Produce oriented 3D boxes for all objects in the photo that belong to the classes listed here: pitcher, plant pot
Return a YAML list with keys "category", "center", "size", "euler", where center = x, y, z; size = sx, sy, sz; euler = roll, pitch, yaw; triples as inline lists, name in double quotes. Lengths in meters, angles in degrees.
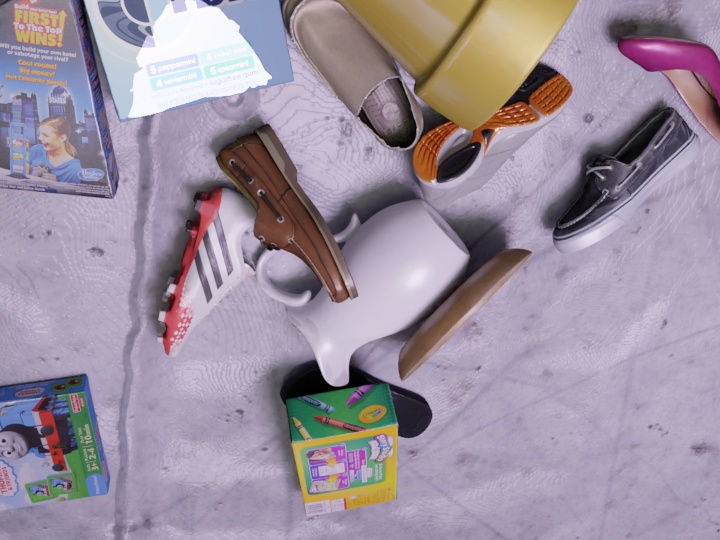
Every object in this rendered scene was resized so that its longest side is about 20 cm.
- category: "pitcher"
  center: [0.000, 0.000, 0.862]
  size: [0.200, 0.121, 0.172]
  euler: [-41, 95, 13]
- category: "plant pot"
  center: [0.076, -0.258, 0.705]
  size: [0.189, 0.201, 0.201]
  euler: [31, 107, -10]
- category: "plant pot"
  center: [0.108, 0.043, 0.876]
  size: [0.027, 0.200, 0.200]
  euler: [45, 102, 9]

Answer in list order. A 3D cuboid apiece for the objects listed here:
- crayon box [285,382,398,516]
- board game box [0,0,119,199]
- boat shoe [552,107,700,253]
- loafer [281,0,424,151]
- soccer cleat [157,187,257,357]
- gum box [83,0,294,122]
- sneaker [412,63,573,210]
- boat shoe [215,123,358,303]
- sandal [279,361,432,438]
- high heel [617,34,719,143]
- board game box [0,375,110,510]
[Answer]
- category: "crayon box"
  center: [-0.018, 0.216, 0.949]
  size: [0.118, 0.058, 0.200]
  euler: [-9, 140, -6]
- category: "board game box"
  center: [-0.317, -0.176, 0.723]
  size: [0.199, 0.062, 0.200]
  euler: [5, 113, -14]
- category: "boat shoe"
  center: [0.285, -0.104, 0.899]
  size: [0.200, 0.072, 0.071]
  euler: [-42, 109, -2]
- category: "loafer"
  center: [0.003, -0.194, 0.781]
  size: [0.076, 0.068, 0.200]
  euler: [-41, 118, 9]
- category: "soccer cleat"
  center: [-0.158, 0.009, 0.851]
  size: [0.085, 0.069, 0.200]
  euler: [16, 107, -15]
- category: "gum box"
  center: [-0.161, -0.252, 0.716]
  size: [0.170, 0.045, 0.200]
  euler: [-16, 118, -14]
- category: "sneaker"
  center: [0.136, -0.140, 0.848]
  size: [0.200, 0.076, 0.092]
  euler: [-34, 158, -11]
- category: "boat shoe"
  center: [-0.074, -0.046, 0.795]
  size: [0.068, 0.072, 0.200]
  euler: [-29, 76, -7]
- category: "sandal"
  center: [0.001, 0.161, 0.975]
  size: [0.200, 0.043, 0.076]
  euler: [16, 112, -19]
- category: "high heel"
  center: [0.350, -0.192, 0.858]
  size: [0.200, 0.067, 0.096]
  euler: [8, 104, -20]
- category: "board game box"
  center: [-0.400, 0.203, 0.910]
  size: [0.199, 0.037, 0.152]
  euler: [-7, 118, -8]
